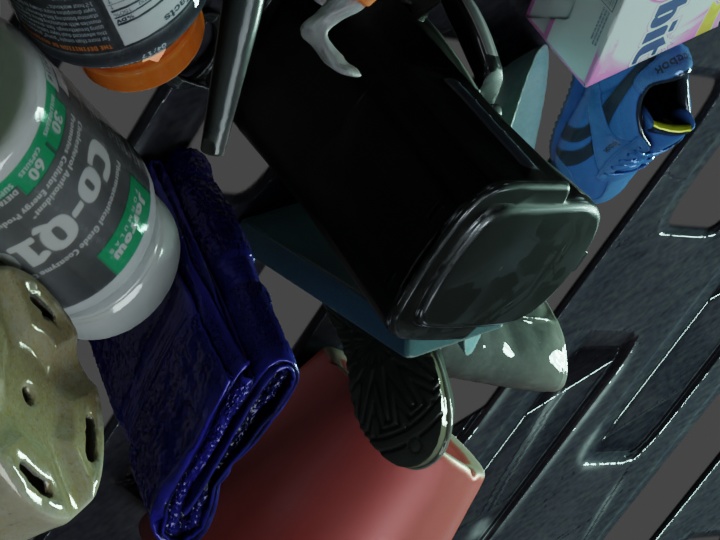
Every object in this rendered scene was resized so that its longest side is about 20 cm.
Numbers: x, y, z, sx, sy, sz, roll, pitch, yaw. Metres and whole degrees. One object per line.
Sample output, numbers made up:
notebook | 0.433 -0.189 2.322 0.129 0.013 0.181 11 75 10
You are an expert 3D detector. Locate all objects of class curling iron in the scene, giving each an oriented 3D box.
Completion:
curling iron | -0.060 -0.158 1.251 0.025 0.049 0.202 -1 103 -34

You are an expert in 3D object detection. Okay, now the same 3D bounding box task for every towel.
towel | -0.108 0.040 1.395 0.049 0.201 0.148 13 123 -32

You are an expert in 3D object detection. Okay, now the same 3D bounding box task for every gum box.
gum box | 0.183 -0.212 1.447 0.113 0.066 0.200 -25 155 -28

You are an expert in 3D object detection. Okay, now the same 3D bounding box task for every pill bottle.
pill bottle | -0.133 -0.169 1.180 0.106 0.106 0.200 -33 148 -8
pill bottle | -0.177 -0.044 1.291 0.113 0.113 0.200 -39 149 2

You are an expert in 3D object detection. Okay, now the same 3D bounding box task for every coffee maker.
coffee maker | 0.009 -0.061 1.372 0.191 0.200 0.135 -18 143 -28

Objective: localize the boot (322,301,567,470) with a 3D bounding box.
boot | 0.068 0.062 1.625 0.072 0.183 0.200 -31 149 25

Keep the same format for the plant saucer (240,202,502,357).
plant saucer | 0.000 0.000 1.461 0.070 0.200 0.019 -18 121 -29

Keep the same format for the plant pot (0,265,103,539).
plant pot | -0.239 0.084 1.251 0.182 0.202 0.200 -17 154 19

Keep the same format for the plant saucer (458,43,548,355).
plant saucer | 0.076 -0.048 1.538 0.201 0.038 0.203 15 90 -81

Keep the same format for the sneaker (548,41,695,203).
sneaker | 0.177 -0.093 1.614 0.066 0.079 0.201 -26 152 -22

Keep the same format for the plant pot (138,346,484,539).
plant pot | -0.022 0.164 1.658 0.178 0.200 0.200 -51 147 5

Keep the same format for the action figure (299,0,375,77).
action figure | 0.016 -0.200 1.241 0.194 0.104 0.200 -61 -176 20
